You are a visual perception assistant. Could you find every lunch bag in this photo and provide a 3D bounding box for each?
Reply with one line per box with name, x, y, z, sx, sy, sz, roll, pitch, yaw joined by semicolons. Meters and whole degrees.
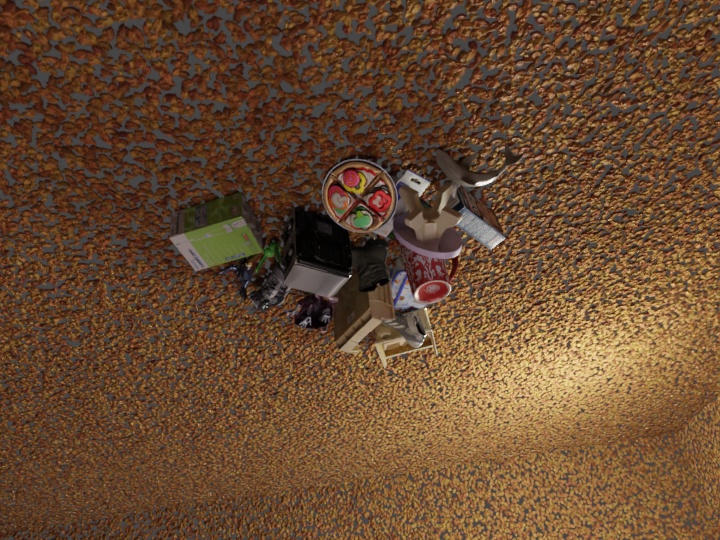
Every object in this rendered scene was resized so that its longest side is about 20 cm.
lunch bag;0.148;0.046;1.828;0.154;0.077;0.203;4;140;-14

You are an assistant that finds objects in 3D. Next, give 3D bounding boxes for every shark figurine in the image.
shark figurine;0.291;-0.234;1.455;0.206;0.090;0.133;-3;113;1

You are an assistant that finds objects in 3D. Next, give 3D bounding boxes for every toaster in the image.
toaster;-0.112;-0.048;1.554;0.195;0.186;0.119;14;141;-28

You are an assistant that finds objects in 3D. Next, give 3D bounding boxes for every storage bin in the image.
storage bin;0.006;0.115;1.778;0.091;0.203;0.200;19;136;-28
storage bin;0.154;0.238;2.048;0.193;0.096;0.201;-15;143;5

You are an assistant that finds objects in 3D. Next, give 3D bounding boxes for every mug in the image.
mug;0.195;-0.027;1.625;0.171;0.205;0.135;-8;144;-2

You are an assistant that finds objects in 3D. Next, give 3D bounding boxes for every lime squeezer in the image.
lime squeezer;-0.245;-0.039;1.630;0.037;0.073;0.198;-2;175;-31

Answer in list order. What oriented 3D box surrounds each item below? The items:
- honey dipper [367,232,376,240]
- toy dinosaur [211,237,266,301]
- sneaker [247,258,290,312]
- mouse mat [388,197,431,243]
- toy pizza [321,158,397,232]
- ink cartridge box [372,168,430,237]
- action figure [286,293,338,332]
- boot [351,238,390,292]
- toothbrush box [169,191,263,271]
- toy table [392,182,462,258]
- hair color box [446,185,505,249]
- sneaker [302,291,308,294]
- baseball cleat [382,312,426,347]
honey dipper;0.019;-0.115;1.622;0.037;0.039;0.200;-20;146;14
toy dinosaur;-0.318;0.017;1.670;0.195;0.108;0.182;-25;164;-1
sneaker;-0.259;0.055;1.699;0.113;0.076;0.202;-33;162;-37
mouse mat;0.149;-0.127;1.659;0.159;0.008;0.197;-35;138;29
toy pizza;-0.004;-0.178;1.469;0.193;0.032;0.206;5;125;7
ink cartridge box;0.087;-0.178;1.530;0.093;0.038;0.201;16;127;-40
action figure;-0.142;0.103;1.765;0.130;0.201;0.153;18;105;-8
boot;0.000;0.000;1.661;0.196;0.135;0.067;-21;146;39
toothbrush box;-0.362;-0.096;1.505;0.193;0.088;0.147;-16;143;7
toy table;0.165;-0.125;1.462;0.195;0.185;0.120;20;137;22
hair color box;0.302;-0.147;1.591;0.060;0.102;0.197;-36;136;28
sneaker;-0.131;0.000;1.700;0.104;0.072;0.202;-7;150;4
baseball cleat;0.132;0.155;1.902;0.069;0.198;0.108;-38;161;-46
